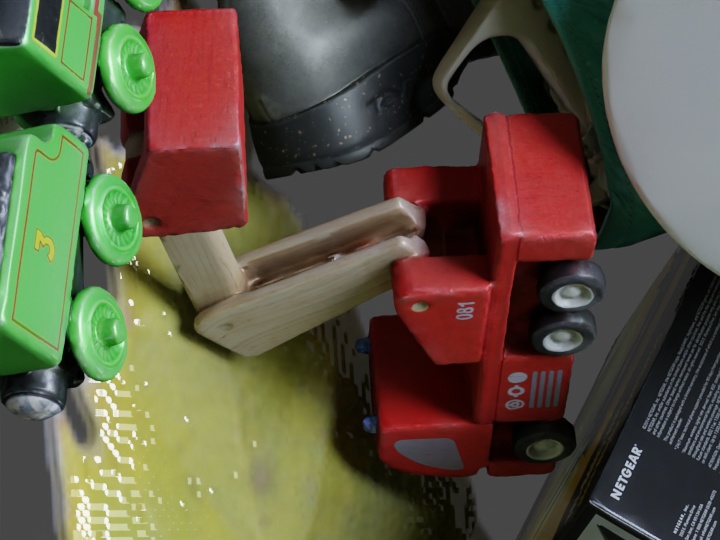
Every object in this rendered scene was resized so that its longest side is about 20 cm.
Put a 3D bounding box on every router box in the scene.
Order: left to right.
[{"bbox_3d":[0.101,0.056,0.933,0.052,0.157,0.200,30,49,2],"label":"router box"}]

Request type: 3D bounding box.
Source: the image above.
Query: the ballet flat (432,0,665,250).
[{"bbox_3d":[0.044,-0.088,0.872,0.070,0.067,0.201,-38,108,-15],"label":"ballet flat"}]

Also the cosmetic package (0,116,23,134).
[{"bbox_3d":[-0.139,-0.103,0.682,0.101,0.071,0.201,-51,133,-65],"label":"cosmetic package"}]

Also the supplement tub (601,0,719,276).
[{"bbox_3d":[0.168,-0.082,0.853,0.200,0.140,0.141,-36,111,-52],"label":"supplement tub"}]

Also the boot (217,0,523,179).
[{"bbox_3d":[0.012,-0.126,0.924,0.200,0.067,0.131,-38,111,-44],"label":"boot"}]

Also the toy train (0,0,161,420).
[{"bbox_3d":[-0.076,-0.062,0.689,0.056,0.042,0.201,39,48,-51],"label":"toy train"}]

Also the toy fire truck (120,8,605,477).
[{"bbox_3d":[0.000,0.000,0.855,0.200,0.140,0.049,94,-7,-57],"label":"toy fire truck"}]
